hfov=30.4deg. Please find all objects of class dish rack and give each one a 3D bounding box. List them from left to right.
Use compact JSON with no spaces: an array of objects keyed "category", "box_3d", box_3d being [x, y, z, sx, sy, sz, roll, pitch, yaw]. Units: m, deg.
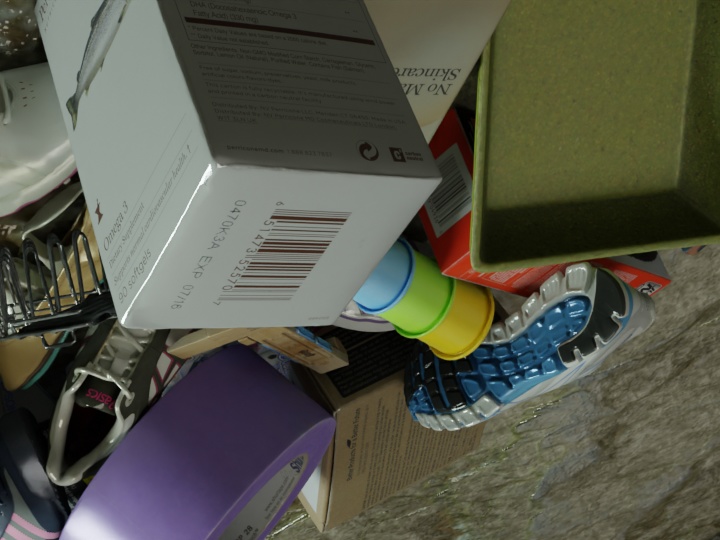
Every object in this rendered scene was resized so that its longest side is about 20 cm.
[{"category":"dish rack","box_3d":[-0.195,0.011,0.719,0.199,0.055,0.153,-9,-171,17]}]

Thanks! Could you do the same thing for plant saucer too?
[{"category":"plant saucer","box_3d":[0.147,-0.110,0.804,0.199,0.048,0.201,-7,110,-23]}]

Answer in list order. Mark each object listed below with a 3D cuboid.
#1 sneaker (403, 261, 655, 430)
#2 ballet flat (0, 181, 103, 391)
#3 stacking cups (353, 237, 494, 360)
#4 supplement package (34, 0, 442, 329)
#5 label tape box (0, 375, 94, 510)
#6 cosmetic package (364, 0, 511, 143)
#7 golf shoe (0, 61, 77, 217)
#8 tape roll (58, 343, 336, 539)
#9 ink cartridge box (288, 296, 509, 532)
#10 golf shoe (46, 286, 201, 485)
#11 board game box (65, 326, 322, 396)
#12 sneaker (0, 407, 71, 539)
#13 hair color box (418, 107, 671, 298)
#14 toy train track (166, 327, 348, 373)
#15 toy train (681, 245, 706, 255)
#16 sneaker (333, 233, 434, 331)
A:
[{"category":"sneaker","box_3d":[0.118,0.061,0.919,0.199,0.075,0.086,-27,158,36]},{"category":"ballet flat","box_3d":[-0.191,-0.002,0.830,0.063,0.069,0.200,29,121,-25]},{"category":"stacking cups","box_3d":[0.000,0.000,0.839,0.199,0.061,0.060,26,126,-40]},{"category":"supplement package","box_3d":[-0.066,-0.087,0.627,0.117,0.201,0.117,1,143,-33]},{"category":"label tape box","box_3d":[-0.256,0.134,0.983,0.199,0.064,0.144,-21,149,-4]},{"category":"cosmetic package","box_3d":[0.008,-0.135,0.726,0.103,0.073,0.200,-4,144,-28]},{"category":"golf shoe","box_3d":[-0.222,-0.068,0.687,0.199,0.076,0.092,-24,146,2]},{"category":"tape roll","box_3d":[-0.111,0.155,0.923,0.200,0.085,0.200,-48,168,-14]},{"category":"ink cartridge box","box_3d":[0.025,0.104,1.068,0.164,0.075,0.200,-24,149,-22]},{"category":"golf shoe","box_3d":[-0.142,0.051,0.846,0.077,0.088,0.201,25,109,-2]},{"category":"board game box","box_3d":[-0.110,0.096,1.053,0.199,0.026,0.200,-19,149,-5]},{"category":"sneaker","box_3d":[-0.242,0.167,0.913,0.082,0.070,0.200,-16,146,-15]},{"category":"hair color box","box_3d":[0.124,-0.035,0.924,0.199,0.102,0.061,14,136,-46]},{"category":"toy train track","box_3d":[-0.054,0.031,0.861,0.114,0.033,0.200,-20,159,14]},{"category":"toy train","box_3d":[0.290,-0.092,0.963,0.114,0.087,0.200,16,135,-34]},{"category":"sneaker","box_3d":[0.000,-0.019,0.902,0.200,0.073,0.114,2,139,-34]}]
